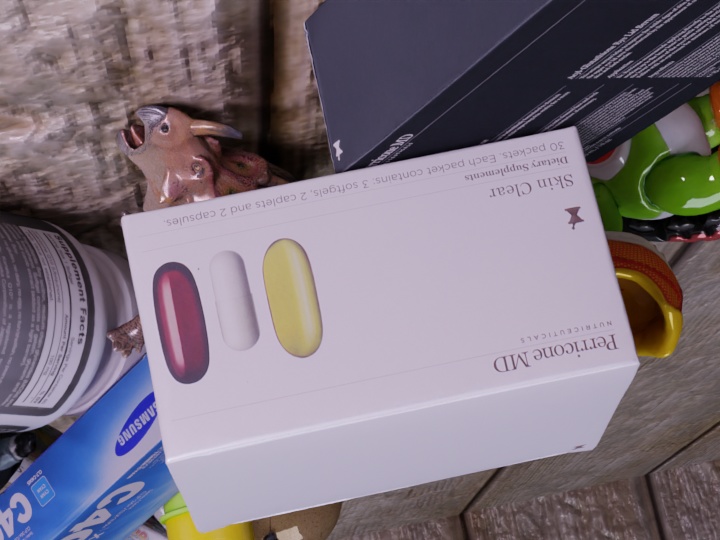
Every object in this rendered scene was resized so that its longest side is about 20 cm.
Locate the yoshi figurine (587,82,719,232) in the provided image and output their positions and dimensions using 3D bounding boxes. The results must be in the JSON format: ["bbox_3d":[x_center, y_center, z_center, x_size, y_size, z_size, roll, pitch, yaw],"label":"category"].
[{"bbox_3d":[0.143,-0.036,0.976,0.199,0.113,0.112,-13,174,19],"label":"yoshi figurine"}]

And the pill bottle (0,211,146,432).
[{"bbox_3d":[-0.203,0.025,0.884,0.115,0.116,0.200,-20,164,27],"label":"pill bottle"}]

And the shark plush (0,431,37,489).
[{"bbox_3d":[-0.217,0.096,0.939,0.083,0.091,0.200,-13,164,-18],"label":"shark plush"}]

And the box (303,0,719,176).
[{"bbox_3d":[0.084,-0.109,0.693,0.141,0.079,0.200,-8,166,-30],"label":"box"}]

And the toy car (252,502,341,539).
[{"bbox_3d":[-0.075,0.158,1.290,0.157,0.201,0.164,4,165,5],"label":"toy car"}]

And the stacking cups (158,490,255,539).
[{"bbox_3d":[-0.101,0.089,1.046,0.060,0.201,0.061,-9,163,-3],"label":"stacking cups"}]

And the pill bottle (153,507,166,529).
[{"bbox_3d":[-0.065,0.081,1.144,0.200,0.113,0.112,-35,166,-3],"label":"pill bottle"}]

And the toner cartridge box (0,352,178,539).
[{"bbox_3d":[-0.137,0.113,0.966,0.200,0.043,0.095,-43,163,29],"label":"toner cartridge box"}]

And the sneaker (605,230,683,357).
[{"bbox_3d":[0.070,0.012,0.897,0.199,0.073,0.077,-3,-153,1],"label":"sneaker"}]

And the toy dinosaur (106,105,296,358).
[{"bbox_3d":[-0.056,-0.024,0.904,0.135,0.086,0.200,-32,163,35],"label":"toy dinosaur"}]

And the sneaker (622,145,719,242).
[{"bbox_3d":[0.248,-0.056,1.053,0.200,0.071,0.098,-17,163,11],"label":"sneaker"}]

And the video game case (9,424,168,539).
[{"bbox_3d":[-0.196,0.147,1.214,0.182,0.023,0.200,32,178,-11],"label":"video game case"}]

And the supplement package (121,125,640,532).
[{"bbox_3d":[0.007,0.032,0.777,0.199,0.111,0.156,-12,161,-4],"label":"supplement package"}]
